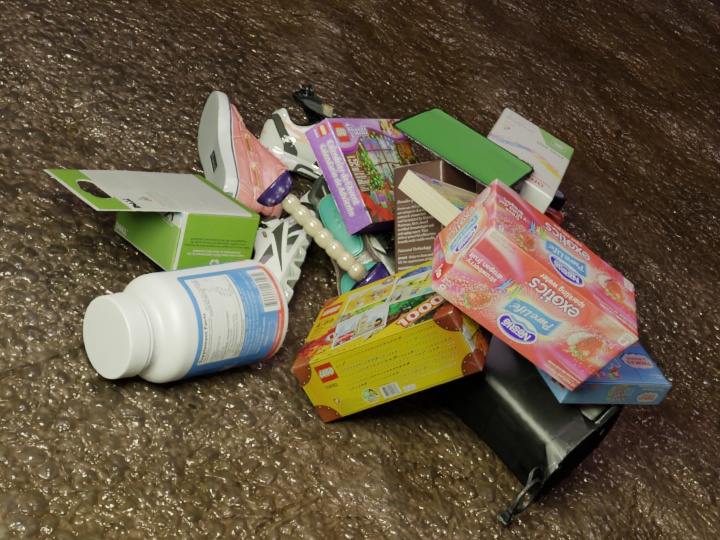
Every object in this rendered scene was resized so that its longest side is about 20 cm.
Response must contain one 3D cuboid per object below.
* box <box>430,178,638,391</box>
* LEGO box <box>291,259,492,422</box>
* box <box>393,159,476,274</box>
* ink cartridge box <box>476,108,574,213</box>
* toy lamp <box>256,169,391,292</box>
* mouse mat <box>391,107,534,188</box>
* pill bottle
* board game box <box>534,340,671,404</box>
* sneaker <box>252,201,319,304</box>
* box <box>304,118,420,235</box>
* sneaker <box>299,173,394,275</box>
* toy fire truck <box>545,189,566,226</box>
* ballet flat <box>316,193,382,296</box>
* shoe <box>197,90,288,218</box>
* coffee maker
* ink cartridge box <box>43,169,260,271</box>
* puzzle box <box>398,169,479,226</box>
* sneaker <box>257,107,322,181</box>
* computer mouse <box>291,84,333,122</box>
[{"bbox_3d":[0.178,0.017,1.361,0.199,0.103,0.095,36,33,-18],"label":"box"},{"bbox_3d":[0.043,0.068,1.443,0.078,0.199,0.149,59,27,-20],"label":"LEGO box"},{"bbox_3d":[0.091,-0.022,1.604,0.100,0.074,0.202,20,69,-58],"label":"box"},{"bbox_3d":[0.206,-0.126,1.778,0.117,0.068,0.200,31,35,1],"label":"ink cartridge box"},{"bbox_3d":[-0.032,-0.028,1.536,0.200,0.058,0.058,44,32,-7],"label":"toy lamp"},{"bbox_3d":[0.131,-0.151,1.656,0.160,0.008,0.200,34,21,10],"label":"mouse mat"},{"bbox_3d":[-0.180,0.054,1.368,0.199,0.113,0.112,-9,49,-44],"label":"pill bottle"},{"bbox_3d":[0.240,0.069,1.507,0.150,0.037,0.201,5,37,-33],"label":"board game box"},{"bbox_3d":[-0.106,-0.033,1.578,0.088,0.074,0.201,27,33,-8],"label":"sneaker"},{"bbox_3d":[0.019,-0.119,1.646,0.200,0.039,0.138,-12,76,-62],"label":"box"},{"bbox_3d":[0.008,-0.058,1.688,0.200,0.091,0.066,44,36,20],"label":"sneaker"},{"bbox_3d":[0.179,-0.066,1.832,0.175,0.129,0.200,31,22,1],"label":"toy fire truck"},{"bbox_3d":[0.000,0.000,1.617,0.068,0.067,0.202,-17,70,4],"label":"ballet flat"},{"bbox_3d":[-0.150,-0.145,1.705,0.090,0.072,0.201,14,42,-27],"label":"shoe"},{"bbox_3d":[0.166,0.146,1.500,0.200,0.135,0.192,43,35,20],"label":"coffee maker"},{"bbox_3d":[-0.234,-0.054,1.461,0.199,0.076,0.148,0,21,-38],"label":"ink cartridge box"},{"bbox_3d":[0.146,-0.053,1.519,0.133,0.026,0.199,41,17,35],"label":"puzzle box"},{"bbox_3d":[-0.042,-0.151,1.768,0.199,0.081,0.074,23,0,-15],"label":"sneaker"},{"bbox_3d":[-0.006,-0.188,1.808,0.200,0.046,0.140,38,-6,27],"label":"computer mouse"}]
